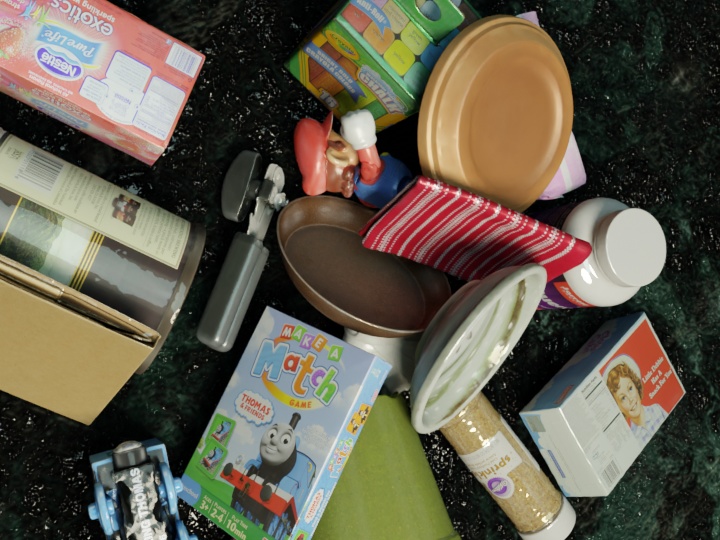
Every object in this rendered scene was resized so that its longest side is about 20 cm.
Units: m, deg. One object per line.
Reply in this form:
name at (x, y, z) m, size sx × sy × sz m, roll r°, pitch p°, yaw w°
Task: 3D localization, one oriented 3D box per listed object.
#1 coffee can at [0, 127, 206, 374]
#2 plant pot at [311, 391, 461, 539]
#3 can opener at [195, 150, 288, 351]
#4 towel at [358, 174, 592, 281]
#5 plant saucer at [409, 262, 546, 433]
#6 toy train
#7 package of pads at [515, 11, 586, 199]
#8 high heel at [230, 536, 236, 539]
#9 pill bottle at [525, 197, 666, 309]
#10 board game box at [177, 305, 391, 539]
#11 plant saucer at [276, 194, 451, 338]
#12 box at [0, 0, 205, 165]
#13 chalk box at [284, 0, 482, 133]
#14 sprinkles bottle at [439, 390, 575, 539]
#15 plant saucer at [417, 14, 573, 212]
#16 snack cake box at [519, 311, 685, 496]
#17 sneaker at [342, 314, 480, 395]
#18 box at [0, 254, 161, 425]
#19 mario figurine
coffee can at (-0.257, -0.015, 0.764) m, size 0.198 × 0.146 × 0.149 m, roll 26°, pitch 77°, yaw -18°
plant pot at (0.005, 0.226, 0.851) m, size 0.196 × 0.200 × 0.194 m, roll -6°, pitch 76°, yaw -23°
can opener at (-0.124, -0.019, 0.879) m, size 0.065 × 0.053 × 0.204 m, roll 13°, pitch 78°, yaw 14°
towel at (0.112, -0.027, 0.857) m, size 0.197 × 0.144 × 0.023 m, roll 20°, pitch 63°, yaw -18°
plant saucer at (0.104, 0.066, 0.844) m, size 0.050 × 0.201 × 0.200 m, roll 37°, pitch 69°, yaw 23°
toy train at (-0.195, 0.254, 0.788) m, size 0.085 × 0.114 × 0.204 m, roll -12°, pitch 91°, yaw -19°
package of pads at (0.174, -0.174, 0.969) m, size 0.075 × 0.120 × 0.204 m, roll -20°, pitch 95°, yaw -22°
high heel at (-0.096, 0.202, 0.843) m, size 0.066 × 0.096 × 0.204 m, roll 14°, pitch 81°, yaw -20°
pill bottle at (0.235, -0.016, 0.941) m, size 0.110 × 0.199 × 0.115 m, roll 2°, pitch 86°, yaw -22°
board game box at (-0.075, 0.150, 0.806) m, size 0.037 × 0.150 × 0.203 m, roll 37°, pitch 76°, yaw -50°
plant saucer at (0.000, 0.000, 0.876) m, size 0.197 × 0.202 × 0.035 m, roll 17°, pitch 124°, yaw -21°
box at (-0.259, -0.192, 0.801) m, size 0.197 × 0.094 × 0.104 m, roll 25°, pitch 77°, yaw -19°
chalk box at (0.030, -0.234, 0.869) m, size 0.125 × 0.199 × 0.125 m, roll 42°, pitch 73°, yaw -14°
sprinkles bottle at (0.160, 0.219, 0.966) m, size 0.068 × 0.068 × 0.201 m, roll -42°, pitch 102°, yaw -19°
plant saucer at (0.141, -0.142, 0.837) m, size 0.197 × 0.037 × 0.204 m, roll -13°, pitch 113°, yaw -33°
snack cake box at (0.285, 0.153, 0.999) m, size 0.199 × 0.067 × 0.116 m, roll -36°, pitch 98°, yaw -35°
sneaker at (0.053, 0.092, 0.936) m, size 0.197 × 0.078 × 0.101 m, roll 12°, pitch 110°, yaw -31°
box at (-0.275, 0.063, 0.728) m, size 0.162 × 0.200 × 0.022 m, roll 27°, pitch 51°, yaw -18°
mario figurine at (0.024, -0.112, 0.900) m, size 0.197 × 0.125 × 0.107 m, roll 27°, pitch 38°, yaw 1°
